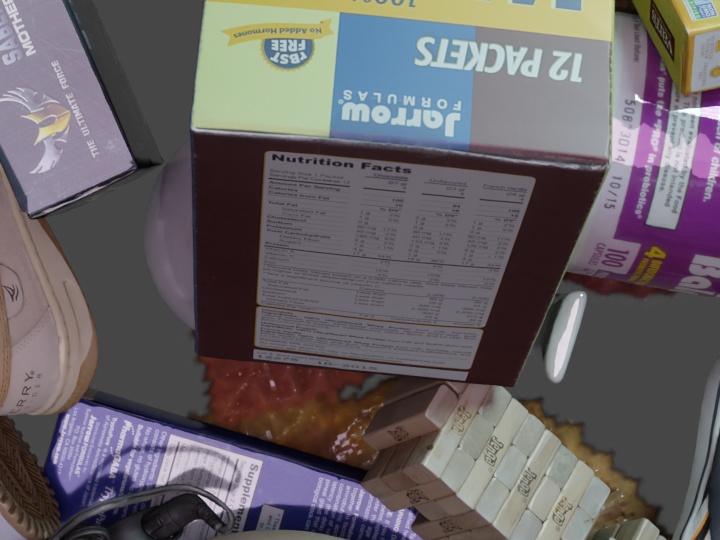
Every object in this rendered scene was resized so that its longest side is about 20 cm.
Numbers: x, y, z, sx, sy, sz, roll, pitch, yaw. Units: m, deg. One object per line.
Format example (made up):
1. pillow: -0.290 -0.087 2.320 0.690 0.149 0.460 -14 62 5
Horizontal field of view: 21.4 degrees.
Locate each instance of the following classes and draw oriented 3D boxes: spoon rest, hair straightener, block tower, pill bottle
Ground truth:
1. spoon rest: 0.000 0.000 0.830 0.199 0.061 0.100 19 92 10
2. hair straightener: -0.140 0.140 0.780 0.199 0.077 0.041 -28 75 15
3. block tower: 0.088 0.122 0.811 0.200 0.058 0.054 42 60 -13
4. pill bottle: 0.176 -0.040 0.797 0.198 0.112 0.113 10 94 -2

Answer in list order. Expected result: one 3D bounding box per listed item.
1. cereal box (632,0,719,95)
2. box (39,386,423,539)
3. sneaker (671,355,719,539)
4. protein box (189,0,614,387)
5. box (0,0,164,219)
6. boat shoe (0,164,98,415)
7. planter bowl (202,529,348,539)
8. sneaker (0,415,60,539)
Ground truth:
1. cereal box: 0.201 -0.150 0.776 0.198 0.144 0.040 -14 139 -6
2. box: -0.050 0.137 0.842 0.199 0.032 0.122 17 94 -2
3. sneaker: 0.175 0.117 0.787 0.078 0.079 0.202 20 68 -26
4. protein box: 0.011 -0.088 0.713 0.134 0.200 0.200 5 67 -3
5. box: -0.143 -0.122 0.759 0.051 0.158 0.201 -23 95 0
6. boat shoe: -0.179 -0.027 0.774 0.074 0.069 0.201 -50 64 34
7. planter bowl: -0.036 0.225 0.769 0.198 0.135 0.202 1 111 3
8. sneaker: -0.222 0.055 0.812 0.108 0.070 0.201 -34 84 14
